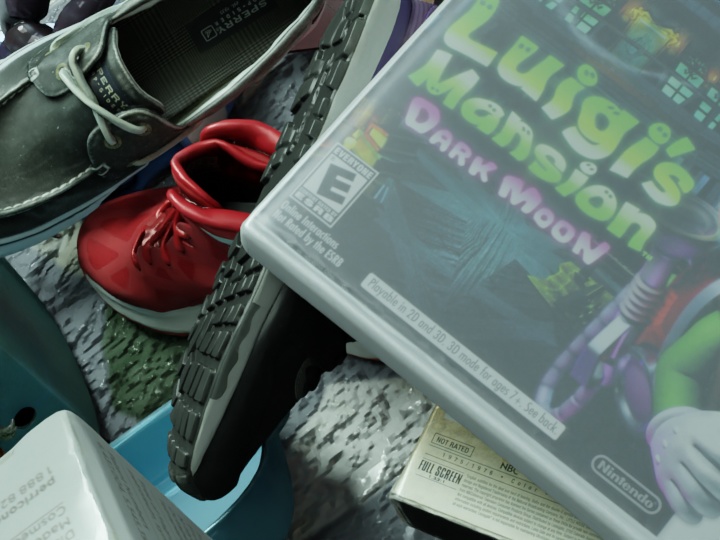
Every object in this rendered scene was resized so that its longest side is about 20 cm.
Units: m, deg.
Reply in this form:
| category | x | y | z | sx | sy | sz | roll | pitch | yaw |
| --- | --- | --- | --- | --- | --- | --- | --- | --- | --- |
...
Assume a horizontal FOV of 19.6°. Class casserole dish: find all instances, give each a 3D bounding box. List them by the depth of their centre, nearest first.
| category | x | y | z | sx | sy | sz | roll | pitch | yaw |
| --- | --- | --- | --- | --- | --- | --- | --- | --- | --- |
| casserole dish | -0.099 | 0.116 | 0.821 | 0.199 | 0.039 | 0.121 | -37 | 24 | 7 |

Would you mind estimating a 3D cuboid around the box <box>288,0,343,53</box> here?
| category | x | y | z | sx | sy | sz | roll | pitch | yaw |
| --- | --- | --- | --- | --- | --- | --- | --- | --- | --- |
| box | -0.050 | -0.194 | 0.971 | 0.060 | 0.118 | 0.200 | -9 | 31 | -17 |

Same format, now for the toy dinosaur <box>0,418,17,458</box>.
| category | x | y | z | sx | sy | sz | roll | pitch | yaw |
| --- | --- | --- | --- | --- | --- | --- | --- | --- | --- |
| toy dinosaur | -0.184 | 0.063 | 0.749 | 0.102 | 0.199 | 0.137 | -5 | 80 | 45 |

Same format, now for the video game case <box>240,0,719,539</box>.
| category | x | y | z | sx | sy | sz | roll | pitch | yaw |
| --- | --- | --- | --- | --- | --- | --- | --- | --- | --- |
| video game case | 0.091 | -0.017 | 0.707 | 0.199 | 0.023 | 0.182 | 38 | 73 | 13 |

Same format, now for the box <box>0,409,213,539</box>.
| category | x | y | z | sx | sy | sz | roll | pitch | yaw |
| --- | --- | --- | --- | --- | --- | --- | --- | --- | --- |
| box | -0.099 | 0.201 | 0.678 | 0.198 | 0.171 | 0.200 | -37 | 42 | 4 |

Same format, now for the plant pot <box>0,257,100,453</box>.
| category | x | y | z | sx | sy | sz | roll | pitch | yaw |
| --- | --- | --- | --- | --- | --- | --- | --- | --- | --- |
| plant pot | -0.217 | 0.035 | 0.923 | 0.141 | 0.141 | 0.200 | -46 | 49 | -5 |

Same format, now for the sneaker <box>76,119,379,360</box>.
| category | x | y | z | sx | sy | sz | roll | pitch | yaw |
| --- | --- | --- | --- | --- | --- | --- | --- | --- | --- |
| sneaker | -0.063 | -0.028 | 0.872 | 0.199 | 0.116 | 0.079 | 4 | 59 | 36 |

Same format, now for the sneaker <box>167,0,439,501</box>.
| category | x | y | z | sx | sy | sz | roll | pitch | yaw |
| --- | --- | --- | --- | --- | --- | --- | --- | --- | --- |
| sneaker | 0.000 | 0.000 | 0.761 | 0.201 | 0.087 | 0.076 | -65 | 13 | -2 |

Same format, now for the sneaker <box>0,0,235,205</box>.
| category | x | y | z | sx | sy | sz | roll | pitch | yaw |
| --- | --- | --- | --- | --- | --- | --- | --- | --- | --- |
| sneaker | -0.146 | -0.070 | 0.999 | 0.199 | 0.074 | 0.083 | -16 | 51 | 26 |

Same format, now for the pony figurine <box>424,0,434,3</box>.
| category | x | y | z | sx | sy | sz | roll | pitch | yaw |
| --- | --- | --- | --- | --- | --- | --- | --- | --- | --- |
| pony figurine | 0.066 | -0.227 | 0.932 | 0.193 | 0.166 | 0.201 | -43 | 34 | 32 |

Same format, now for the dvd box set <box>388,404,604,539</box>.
| category | x | y | z | sx | sy | sz | roll | pitch | yaw |
| --- | --- | --- | --- | --- | --- | --- | --- | --- | --- |
| dvd box set | 0.116 | 0.023 | 0.738 | 0.145 | 0.029 | 0.201 | 18 | 68 | 23 |

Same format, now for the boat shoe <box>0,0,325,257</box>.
| category | x | y | z | sx | sy | sz | roll | pitch | yaw |
| --- | --- | --- | --- | --- | --- | --- | --- | --- | --- |
| boat shoe | -0.098 | -0.077 | 0.840 | 0.199 | 0.072 | 0.071 | -38 | 4 | -9 |

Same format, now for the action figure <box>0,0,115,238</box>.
| category | x | y | z | sx | sy | sz | roll | pitch | yaw |
| --- | --- | --- | --- | --- | --- | --- | --- | --- | --- |
| action figure | -0.138 | -0.103 | 0.920 | 0.130 | 0.069 | 0.201 | 35 | 117 | 8 |
